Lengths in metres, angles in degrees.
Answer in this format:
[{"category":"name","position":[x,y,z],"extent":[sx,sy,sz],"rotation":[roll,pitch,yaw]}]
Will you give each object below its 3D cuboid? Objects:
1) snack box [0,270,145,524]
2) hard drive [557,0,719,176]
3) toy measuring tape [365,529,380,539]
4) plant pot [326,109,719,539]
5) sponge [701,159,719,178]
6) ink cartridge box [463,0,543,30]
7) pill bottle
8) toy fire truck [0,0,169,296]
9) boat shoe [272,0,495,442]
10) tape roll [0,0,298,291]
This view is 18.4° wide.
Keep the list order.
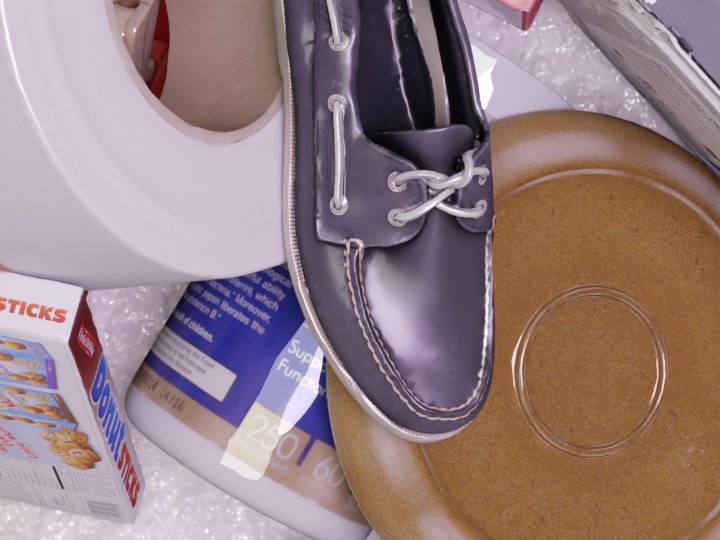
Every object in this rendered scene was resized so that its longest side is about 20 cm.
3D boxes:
[{"category":"snack box","position":[-0.131,0.051,0.868],"extent":[0.072,0.200,0.024],"rotation":[12,66,7]},{"category":"hard drive","position":[0.131,-0.070,0.809],"extent":[0.038,0.200,0.140],"rotation":[-44,105,3]},{"category":"toy measuring tape","position":[0.070,0.065,0.915],"extent":[0.073,0.074,0.200],"rotation":[35,90,4]},{"category":"plant pot","position":[0.085,0.038,0.852],"extent":[0.199,0.027,0.201],"rotation":[0,91,-22]},{"category":"sponge","position":[0.196,-0.063,0.934],"extent":[0.111,0.030,0.201],"rotation":[-8,89,4]},{"category":"ink cartridge box","position":[0.064,-0.217,0.929],"extent":[0.116,0.067,0.201],"rotation":[27,91,4]},{"category":"pill bottle","position":[0.000,0.000,0.901],"extent":[0.115,0.116,0.201],"rotation":[30,90,4]},{"category":"toy fire truck","position":[-0.096,-0.078,0.896],"extent":[0.049,0.141,0.201],"rotation":[20,90,4]},{"category":"boat shoe","position":[0.012,-0.038,0.780],"extent":[0.072,0.063,0.201],"rotation":[-10,90,-21]},{"category":"tape roll","position":[-0.079,-0.093,0.797],"extent":[0.071,0.202,0.204],"rotation":[-6,87,37]}]
